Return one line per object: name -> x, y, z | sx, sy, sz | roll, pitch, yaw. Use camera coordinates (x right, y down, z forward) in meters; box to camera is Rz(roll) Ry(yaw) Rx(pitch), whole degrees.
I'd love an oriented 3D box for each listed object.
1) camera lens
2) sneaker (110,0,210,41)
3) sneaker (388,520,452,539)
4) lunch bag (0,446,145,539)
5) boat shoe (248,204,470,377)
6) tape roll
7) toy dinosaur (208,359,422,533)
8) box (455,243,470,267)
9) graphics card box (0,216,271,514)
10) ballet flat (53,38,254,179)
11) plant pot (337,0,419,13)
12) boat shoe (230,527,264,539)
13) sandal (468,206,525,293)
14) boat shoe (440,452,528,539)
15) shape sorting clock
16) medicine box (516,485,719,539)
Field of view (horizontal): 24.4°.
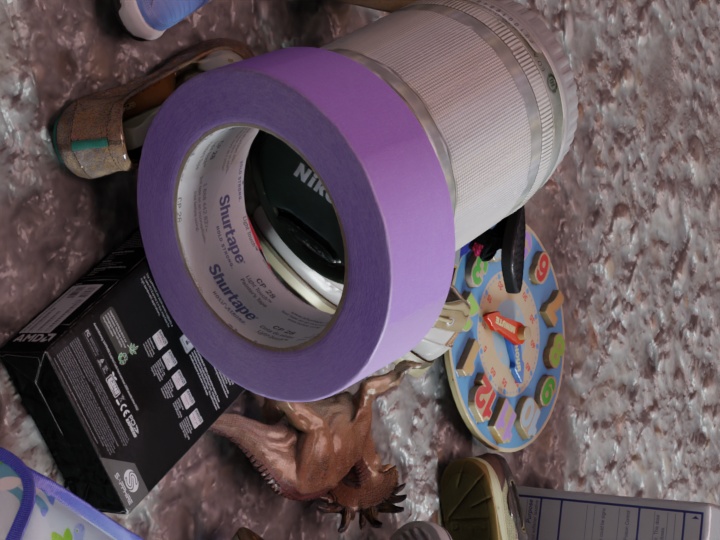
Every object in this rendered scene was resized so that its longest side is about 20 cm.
camera lens -> 0.035, -0.090, 1.115 | 0.199, 0.159, 0.162 | -33, 115, -44
sneaker -> -0.096, -0.225, 1.096 | 0.201, 0.076, 0.076 | -56, 133, -34
sneaker -> 0.046, 0.292, 1.280 | 0.079, 0.078, 0.202 | 11, 92, -47
lunch bag -> -0.228, 0.182, 0.894 | 0.200, 0.127, 0.171 | 40, 61, -30
boat shoe -> 0.000, 0.000, 1.195 | 0.068, 0.075, 0.200 | -44, 130, 13
tape roll -> -0.041, -0.027, 0.988 | 0.065, 0.199, 0.202 | -25, 110, -48
toy dinosaur -> -0.030, 0.131, 1.181 | 0.199, 0.085, 0.137 | -3, 99, -47
box -> 0.027, -0.076, 1.288 | 0.199, 0.041, 0.120 | 21, 73, -53
graphics card box -> -0.130, 0.046, 1.071 | 0.200, 0.050, 0.126 | -48, 125, -42
ballet flat -> -0.111, -0.105, 1.083 | 0.200, 0.067, 0.069 | -36, 116, -47
plant pot -> 0.023, -0.289, 1.190 | 0.186, 0.186, 0.202 | -1, 106, -52
boat shoe -> -0.055, 0.248, 1.166 | 0.068, 0.072, 0.200 | -43, 139, -3
sandal -> 0.109, -0.043, 1.345 | 0.201, 0.045, 0.076 | -85, 176, -62
boat shoe -> 0.115, 0.250, 1.373 | 0.066, 0.071, 0.203 | -12, 95, -46
shape sorting clock -> 0.127, 0.053, 1.415 | 0.199, 0.039, 0.203 | 0, 91, -53
medicine box -> 0.223, 0.286, 1.408 | 0.102, 0.199, 0.184 | 20, 74, -48
